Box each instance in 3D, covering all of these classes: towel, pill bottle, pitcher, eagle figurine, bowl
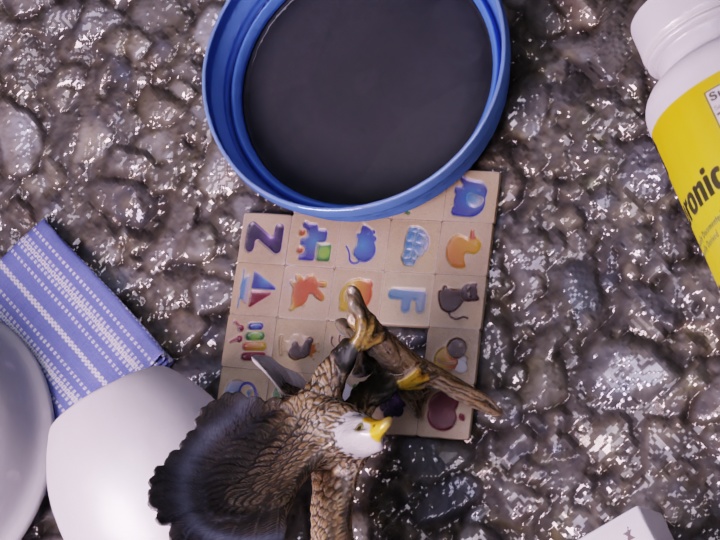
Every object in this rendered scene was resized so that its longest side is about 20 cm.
[{"bbox_3d":[-0.229,0.084,1.342,0.200,0.024,0.145,-47,64,0],"label":"towel"},{"bbox_3d":[0.228,-0.069,1.181,0.110,0.111,0.202,-25,68,10],"label":"pill bottle"},{"bbox_3d":[-0.122,0.175,1.236,0.171,0.121,0.201,-33,78,23],"label":"pitcher"},{"bbox_3d":[-0.024,0.114,1.172,0.151,0.151,0.201,21,66,15],"label":"eagle figurine"},{"bbox_3d":[-0.001,-0.125,1.305,0.199,0.039,0.203,-6,70,16],"label":"bowl"},{"bbox_3d":[-0.297,0.105,1.297,0.199,0.090,0.203,-6,71,17],"label":"bowl"}]

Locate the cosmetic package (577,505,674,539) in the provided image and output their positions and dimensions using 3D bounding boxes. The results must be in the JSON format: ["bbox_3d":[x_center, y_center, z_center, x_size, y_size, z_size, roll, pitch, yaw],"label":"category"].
[{"bbox_3d":[0.110,0.245,1.154,0.199,0.052,0.152,-33,65,15],"label":"cosmetic package"}]

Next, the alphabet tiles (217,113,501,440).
[{"bbox_3d":[0.000,0.000,1.294,0.165,0.008,0.202,3,76,19],"label":"alphabet tiles"}]
